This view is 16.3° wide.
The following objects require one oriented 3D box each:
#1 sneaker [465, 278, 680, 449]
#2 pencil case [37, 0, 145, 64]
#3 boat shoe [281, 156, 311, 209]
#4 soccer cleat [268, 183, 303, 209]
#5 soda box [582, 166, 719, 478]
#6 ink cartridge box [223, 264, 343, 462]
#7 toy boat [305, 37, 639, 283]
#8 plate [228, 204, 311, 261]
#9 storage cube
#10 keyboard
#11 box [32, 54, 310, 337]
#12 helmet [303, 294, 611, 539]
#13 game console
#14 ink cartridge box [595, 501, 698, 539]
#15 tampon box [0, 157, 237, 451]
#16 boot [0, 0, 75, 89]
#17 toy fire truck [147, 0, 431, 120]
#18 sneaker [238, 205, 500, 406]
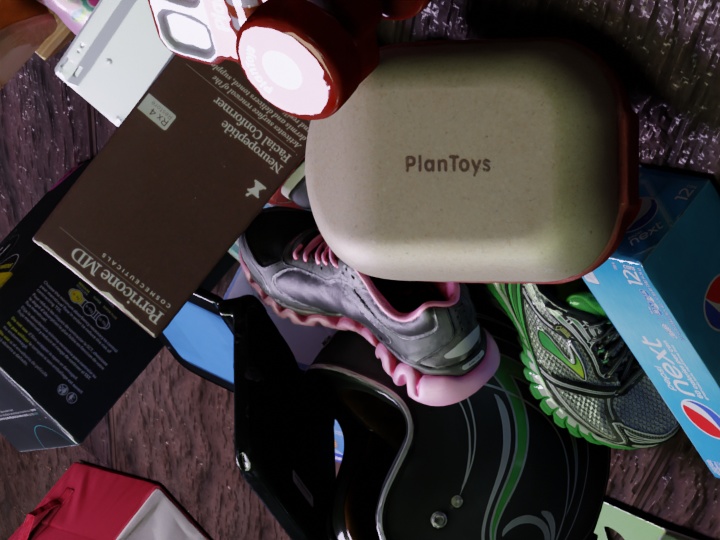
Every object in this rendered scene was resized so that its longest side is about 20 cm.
[{"bbox_3d":[0.133,0.034,1.512,0.200,0.078,0.085,50,156,-24],"label":"sneaker"},{"bbox_3d":[-0.149,-0.171,1.577,0.200,0.087,0.087,40,159,-3],"label":"pencil case"},{"bbox_3d":[0.007,-0.068,1.529,0.063,0.073,0.200,42,156,-1],"label":"boat shoe"},{"bbox_3d":[-0.097,-0.103,1.670,0.200,0.067,0.076,26,-165,12],"label":"soccer cleat"},{"bbox_3d":[0.198,0.037,1.418,0.064,0.068,0.200,15,148,50],"label":"soda box"},{"bbox_3d":[-0.003,0.085,1.816,0.136,0.076,0.200,14,157,38],"label":"ink cartridge box"},{"bbox_3d":[0.072,-0.060,1.386,0.200,0.131,0.131,2,-177,32],"label":"toy boat"},{"bbox_3d":[-0.067,-0.032,1.794,0.200,0.026,0.200,33,158,15],"label":"plate"},{"bbox_3d":[-0.258,0.328,2.651,0.180,0.171,0.200,7,141,55],"label":"storage cube"},{"bbox_3d":[-0.120,-0.164,1.507,0.056,0.011,0.200,37,130,-5],"label":"keyboard"},{"bbox_3d":[-0.097,-0.070,1.518,0.100,0.200,0.075,38,-161,-3],"label":"box"},{"bbox_3d":[0.062,0.110,1.630,0.200,0.191,0.200,1,171,0],"label":"helmet"},{"bbox_3d":[-0.094,0.093,1.672,0.116,0.176,0.200,-8,152,12],"label":"game console"},{"bbox_3d":[0.233,0.238,1.804,0.200,0.048,0.146,17,150,42],"label":"ink cartridge box"},{"bbox_3d":[-0.217,0.021,1.909,0.126,0.200,0.150,45,158,-14],"label":"tampon box"},{"bbox_3d":[-0.262,-0.190,1.642,0.144,0.071,0.201,43,-166,-2],"label":"boot"},{"bbox_3d":[-0.061,-0.179,1.311,0.168,0.112,0.200,16,141,31],"label":"toy fire truck"},{"bbox_3d":[0.000,0.000,1.545,0.200,0.079,0.095,29,154,32],"label":"sneaker"}]
